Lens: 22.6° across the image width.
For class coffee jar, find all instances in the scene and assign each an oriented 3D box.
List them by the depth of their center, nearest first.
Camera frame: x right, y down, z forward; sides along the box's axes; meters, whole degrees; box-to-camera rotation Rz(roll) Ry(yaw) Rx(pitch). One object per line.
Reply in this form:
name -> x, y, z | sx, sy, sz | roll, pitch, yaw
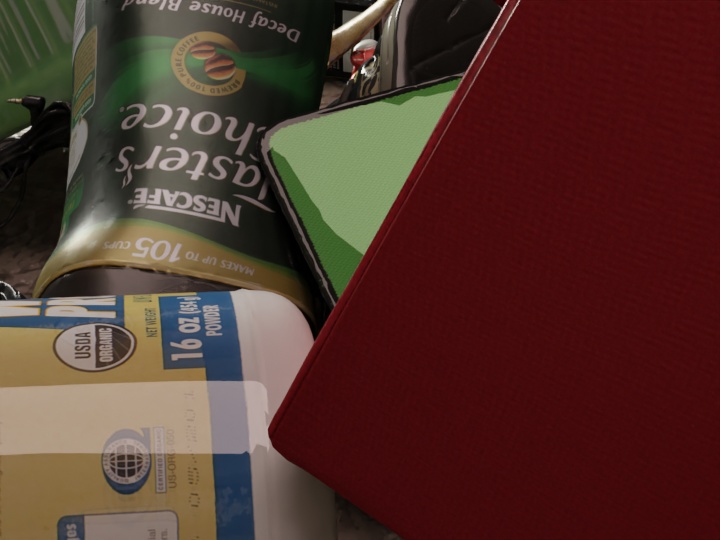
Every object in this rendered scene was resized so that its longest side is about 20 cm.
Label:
coffee jar -> -0.066, -0.030, 0.685 | 0.104, 0.085, 0.201 | 11, 58, -15

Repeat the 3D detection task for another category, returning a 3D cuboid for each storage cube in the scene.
storage cube -> 0.110, -0.004, 0.472 | 0.199, 0.180, 0.171 | 33, 24, 8

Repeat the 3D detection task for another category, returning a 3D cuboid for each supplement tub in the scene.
supplement tub -> -0.111, 0.081, 0.516 | 0.199, 0.145, 0.145 | -2, 27, -8

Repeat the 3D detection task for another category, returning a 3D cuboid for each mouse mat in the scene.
mouse mat -> 0.078, -0.013, 0.657 | 0.199, 0.008, 0.162 | -16, 64, -21

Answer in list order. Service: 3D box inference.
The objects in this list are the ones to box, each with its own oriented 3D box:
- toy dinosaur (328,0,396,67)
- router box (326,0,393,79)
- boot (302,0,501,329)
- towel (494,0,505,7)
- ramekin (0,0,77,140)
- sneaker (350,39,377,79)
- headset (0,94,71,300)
toy dinosaur -> -0.044, -0.099, 0.935 | 0.199, 0.058, 0.101 | -33, 26, 4
router box -> -0.021, -0.180, 1.127 | 0.148, 0.051, 0.200 | 10, 28, 19
boot -> 0.001, 0.000, 0.741 | 0.073, 0.154, 0.205 | 17, 65, -20
towel -> 0.098, -0.152, 1.000 | 0.144, 0.023, 0.200 | 31, 6, -17
ramekin -> -0.154, -0.134, 0.888 | 0.199, 0.098, 0.200 | -26, 11, 5
sneaker -> 0.059, -0.091, 0.898 | 0.107, 0.068, 0.201 | -9, 5, -16
headset -> -0.165, -0.004, 0.681 | 0.094, 0.124, 0.200 | -27, 18, 25
